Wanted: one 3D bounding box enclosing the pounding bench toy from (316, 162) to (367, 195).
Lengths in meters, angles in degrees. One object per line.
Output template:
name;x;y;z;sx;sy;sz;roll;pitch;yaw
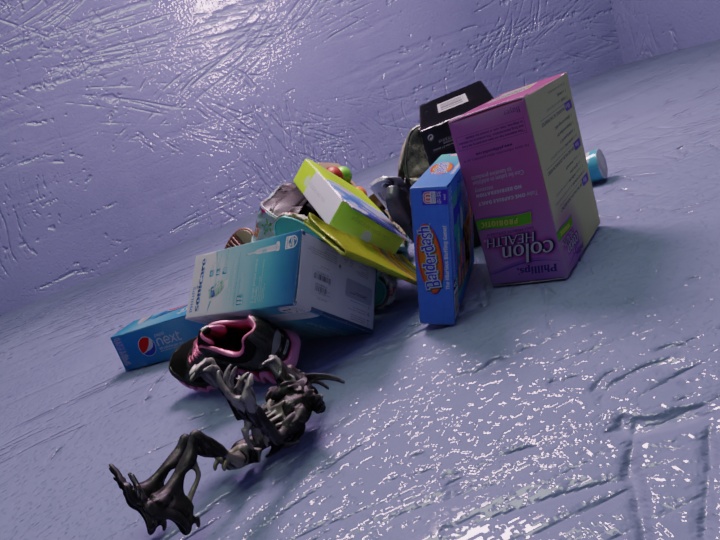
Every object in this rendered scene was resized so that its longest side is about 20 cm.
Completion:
pounding bench toy;-0.057;-0.141;1.183;0.156;0.125;0.200;-42;-4;19

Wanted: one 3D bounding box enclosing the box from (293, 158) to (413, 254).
box;-0.015;-0.089;0.807;0.048;0.120;0.201;-55;35;13

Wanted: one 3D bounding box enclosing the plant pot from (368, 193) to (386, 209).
plant pot;-0.010;-0.089;1.106;0.199;0.028;0.200;-42;-5;-4

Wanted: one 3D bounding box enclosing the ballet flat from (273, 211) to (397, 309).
ballet flat;-0.032;-0.016;0.761;0.077;0.198;0.064;-60;-12;26

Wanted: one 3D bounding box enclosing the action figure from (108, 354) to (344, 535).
action figure;-0.106;0.123;0.468;0.198;0.104;0.118;-33;8;-36

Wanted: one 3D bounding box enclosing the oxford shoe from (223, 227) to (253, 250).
oxford shoe;-0.227;0.028;0.965;0.203;0.070;0.075;-57;-23;-3

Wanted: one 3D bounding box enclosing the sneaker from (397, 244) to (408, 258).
sneaker;0.000;0.000;0.818;0.085;0.080;0.199;3;30;39

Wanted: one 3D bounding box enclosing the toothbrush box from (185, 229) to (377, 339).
toothbrush box;-0.098;0.029;0.684;0.196;0.088;0.145;-8;-22;37

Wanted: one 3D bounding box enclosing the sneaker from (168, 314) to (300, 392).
sneaker;-0.168;0.090;0.651;0.195;0.095;0.081;-14;55;29

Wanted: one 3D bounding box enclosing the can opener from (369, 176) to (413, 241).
can opener;0.074;-0.074;0.821;0.051;0.199;0.068;-9;62;28

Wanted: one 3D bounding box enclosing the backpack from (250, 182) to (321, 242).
backpack;-0.093;-0.056;0.921;0.173;0.154;0.200;21;16;1

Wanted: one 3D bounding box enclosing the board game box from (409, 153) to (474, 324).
board game box;0.106;-0.048;0.672;0.044;0.157;0.200;0;20;19

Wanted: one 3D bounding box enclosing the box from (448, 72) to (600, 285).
box;0.208;-0.114;0.675;0.095;0.205;0.175;-8;19;39

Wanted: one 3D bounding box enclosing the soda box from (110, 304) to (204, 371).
soda box;-0.303;0.101;0.900;0.195;0.066;0.068;-16;15;18

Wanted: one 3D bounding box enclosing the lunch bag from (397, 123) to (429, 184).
lunch bag;0.142;-0.210;1.131;0.135;0.173;0.200;-13;6;6

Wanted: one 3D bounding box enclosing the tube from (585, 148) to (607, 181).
tube;0.338;-0.162;0.991;0.197;0.052;0.077;-14;10;43

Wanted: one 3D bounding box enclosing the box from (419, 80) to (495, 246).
box;0.176;-0.172;0.888;0.120;0.202;0.201;-17;23;14

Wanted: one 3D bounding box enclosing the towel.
towel;0.020;-0.018;0.674;0.086;0.018;0.198;38;11;39

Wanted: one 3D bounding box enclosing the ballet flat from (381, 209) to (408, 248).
ballet flat;0.042;-0.069;0.987;0.074;0.069;0.201;22;17;-6
